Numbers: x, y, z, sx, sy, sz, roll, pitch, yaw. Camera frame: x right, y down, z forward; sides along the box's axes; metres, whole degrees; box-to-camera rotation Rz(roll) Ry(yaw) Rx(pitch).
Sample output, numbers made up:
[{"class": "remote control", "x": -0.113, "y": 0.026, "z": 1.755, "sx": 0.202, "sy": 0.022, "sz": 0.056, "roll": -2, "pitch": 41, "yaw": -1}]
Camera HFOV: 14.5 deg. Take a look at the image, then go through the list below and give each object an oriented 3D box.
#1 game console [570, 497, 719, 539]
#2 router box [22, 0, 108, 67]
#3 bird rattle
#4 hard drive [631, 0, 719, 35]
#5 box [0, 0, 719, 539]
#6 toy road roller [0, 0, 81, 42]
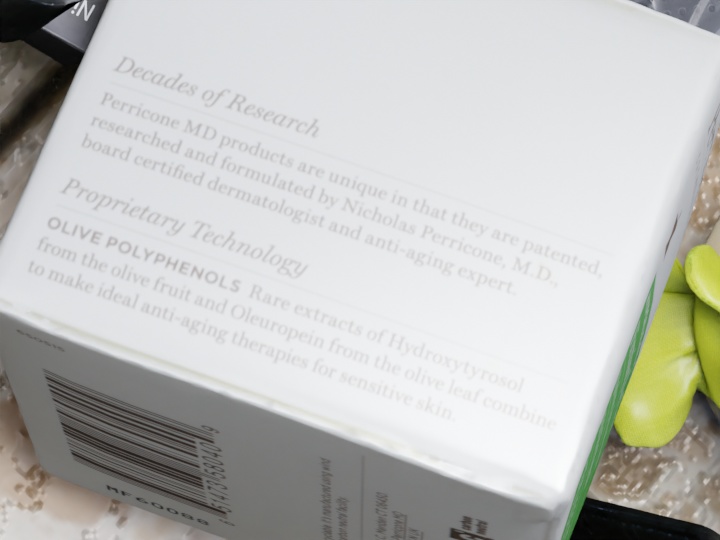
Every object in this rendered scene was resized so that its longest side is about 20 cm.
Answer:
[{"class": "game console", "x": 0.177, "y": 0.131, "z": 1.061, "sx": 0.176, "sy": 0.200, "sz": 0.116, "roll": -8, "pitch": 94, "yaw": -17}, {"class": "router box", "x": -0.141, "y": -0.185, "z": 0.949, "sx": 0.200, "sy": 0.052, "sz": 0.157, "roll": 29, "pitch": 83, "yaw": -15}, {"class": "bird rattle", "x": 0.176, "y": 0.002, "z": 1.132, "sx": 0.163, "sy": 0.113, "sz": 0.200, "roll": 50, "pitch": 57, "yaw": -29}, {"class": "hard drive", "x": 0.119, "y": -0.177, "z": 1.122, "sx": 0.135, "sy": 0.042, "sz": 0.200, "roll": 37, "pitch": 79, "yaw": -14}, {"class": "box", "x": 0.000, "y": 0.000, "z": 0.963, "sx": 0.200, "sy": 0.199, "sz": 0.171, "roll": 19, "pitch": 71, "yaw": 7}, {"class": "toy road roller", "x": -0.184, "y": -0.125, "z": 0.828, "sx": 0.200, "sy": 0.123, "sz": 0.146, "roll": 3, "pitch": 67, "yaw": -44}]
